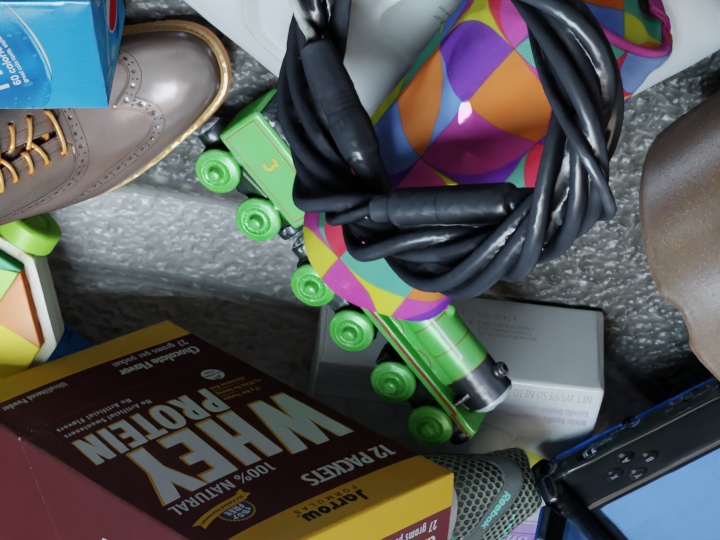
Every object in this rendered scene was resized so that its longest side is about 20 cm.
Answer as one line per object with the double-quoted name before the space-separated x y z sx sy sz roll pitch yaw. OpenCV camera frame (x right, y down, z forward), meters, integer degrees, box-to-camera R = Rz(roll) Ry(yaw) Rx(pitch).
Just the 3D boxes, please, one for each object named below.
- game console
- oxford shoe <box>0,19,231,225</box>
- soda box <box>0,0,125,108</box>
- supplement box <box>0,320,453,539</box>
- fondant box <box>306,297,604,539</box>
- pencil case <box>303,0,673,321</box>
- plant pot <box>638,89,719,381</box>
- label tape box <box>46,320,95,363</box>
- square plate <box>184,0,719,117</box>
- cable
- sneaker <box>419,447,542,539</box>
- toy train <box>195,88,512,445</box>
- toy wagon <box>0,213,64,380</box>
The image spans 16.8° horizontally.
"game console" 0.166 0.169 1.253 0.171 0.118 0.200 -28 145 11
"oxford shoe" -0.150 -0.051 1.091 0.200 0.073 0.071 -26 103 5
"soda box" -0.207 -0.114 1.061 0.200 0.068 0.064 -1 137 4
"supplement box" -0.079 0.161 1.151 0.200 0.133 0.197 26 122 39
"fondant box" 0.040 0.098 1.280 0.144 0.058 0.200 6 138 -3
"pencil case" 0.053 -0.061 1.045 0.088 0.088 0.200 23 133 -19
"plant pot" 0.238 -0.038 1.034 0.200 0.200 0.198 33 137 -28
"label tape box" -0.203 0.109 1.304 0.200 0.066 0.143 -27 128 31
"square plate" 0.042 -0.117 1.070 0.198 0.028 0.200 -28 129 30
"cable" 0.028 -0.070 0.969 0.051 0.200 0.163 -3 125 -43
"sneaker" 0.029 0.140 1.224 0.091 0.078 0.200 -11 163 -25
"toy train" 0.000 0.000 1.147 0.056 0.042 0.200 -32 105 31
"toy wagon" -0.245 0.004 1.170 0.200 0.040 0.155 32 110 -9
